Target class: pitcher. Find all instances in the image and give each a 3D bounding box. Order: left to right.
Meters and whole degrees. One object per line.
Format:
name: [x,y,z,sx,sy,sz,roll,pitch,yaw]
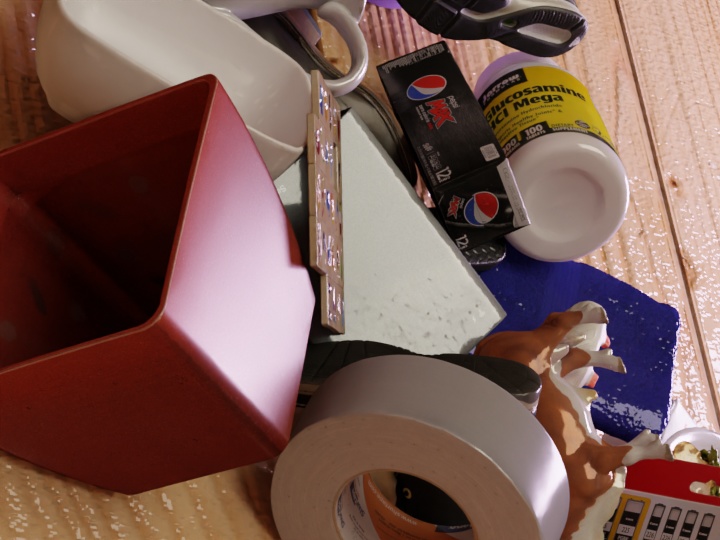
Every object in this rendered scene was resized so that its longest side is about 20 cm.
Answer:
pitcher: [-0.086,-0.217,1.679,0.198,0.121,0.173,9,63,-17]

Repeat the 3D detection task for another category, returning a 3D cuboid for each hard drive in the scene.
hard drive: [0.000,0.000,1.706,0.139,0.033,0.201,-42,102,-21]

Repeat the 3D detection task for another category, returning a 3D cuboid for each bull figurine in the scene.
bull figurine: [0.156,0.125,1.686,0.065,0.121,0.201,66,0,-73]

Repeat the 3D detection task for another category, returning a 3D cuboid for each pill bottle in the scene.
pill bottle: [0.150,-0.102,1.902,0.112,0.112,0.200,42,17,-26]

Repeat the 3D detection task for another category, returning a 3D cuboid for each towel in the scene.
towel: [0.162,0.056,1.866,0.199,0.050,0.149,24,51,-12]

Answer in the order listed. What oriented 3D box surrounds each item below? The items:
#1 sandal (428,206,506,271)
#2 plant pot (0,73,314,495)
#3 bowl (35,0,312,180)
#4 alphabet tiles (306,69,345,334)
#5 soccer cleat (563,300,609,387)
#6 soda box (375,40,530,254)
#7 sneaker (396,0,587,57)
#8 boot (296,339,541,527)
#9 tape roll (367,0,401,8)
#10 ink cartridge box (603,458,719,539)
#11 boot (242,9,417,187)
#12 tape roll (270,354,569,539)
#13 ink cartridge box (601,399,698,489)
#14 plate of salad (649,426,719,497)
sandal: [0.033,-0.017,1.796,0.199,0.045,0.076,1,61,-43]
plant pot: [-0.137,0.029,1.456,0.176,0.199,0.201,48,38,-38]
bowl: [-0.133,-0.129,1.552,0.199,0.075,0.200,31,21,-13]
alphabet tiles: [-0.024,-0.044,1.584,0.200,0.007,0.169,43,46,-83]
soccer cleat: [0.120,0.098,1.760,0.077,0.069,0.201,38,76,-13]
soda box: [0.071,-0.099,1.802,0.201,0.063,0.071,-110,177,-55]
sneaker: [0.094,-0.253,1.912,0.199,0.076,0.116,16,45,-35]
boot: [0.029,0.133,1.655,0.073,0.198,0.152,-75,167,-64]
tape roll: [0.018,-0.327,1.956,0.199,0.065,0.202,28,49,-37]
ink cartridge box: [0.217,0.216,1.711,0.084,0.199,0.177,28,75,-38]
boot: [-0.042,-0.114,1.764,0.200,0.074,0.097,49,55,-15]
tape roll: [0.040,0.157,1.574,0.201,0.199,0.066,51,38,-16]
ink cartridge box: [0.267,0.231,1.907,0.201,0.083,0.145,53,38,-15]
plate of salad: [0.302,0.219,1.847,0.199,0.048,0.202,28,50,-38]
